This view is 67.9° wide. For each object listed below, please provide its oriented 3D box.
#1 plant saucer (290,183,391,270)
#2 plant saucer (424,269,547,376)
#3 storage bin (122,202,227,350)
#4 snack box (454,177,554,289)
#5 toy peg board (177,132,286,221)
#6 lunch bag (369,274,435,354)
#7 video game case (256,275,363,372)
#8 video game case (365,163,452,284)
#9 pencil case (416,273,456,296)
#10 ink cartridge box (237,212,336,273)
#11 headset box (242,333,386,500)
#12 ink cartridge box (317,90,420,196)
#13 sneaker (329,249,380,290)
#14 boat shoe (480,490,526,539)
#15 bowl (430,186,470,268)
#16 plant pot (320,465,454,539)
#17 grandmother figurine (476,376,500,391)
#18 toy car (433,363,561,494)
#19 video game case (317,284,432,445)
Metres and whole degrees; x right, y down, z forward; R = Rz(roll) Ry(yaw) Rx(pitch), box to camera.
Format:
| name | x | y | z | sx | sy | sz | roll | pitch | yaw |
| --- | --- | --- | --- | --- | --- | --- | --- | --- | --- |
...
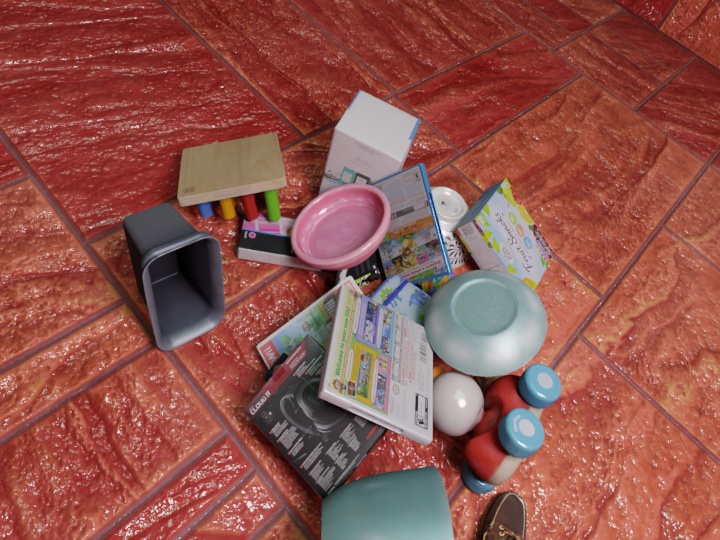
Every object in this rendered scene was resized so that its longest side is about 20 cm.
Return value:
| name | x | y | z | sx | sy | sz | roll | pitch | yaw |
| --- | --- | --- | --- | --- | --- | --- | --- | --- | --- |
| plant saucer | -0.033 | -0.075 | 0.989 | 0.194 | 0.052 | 0.205 | -13 | 46 | 13 |
| plant saucer | 0.197 | 0.067 | 0.853 | 0.193 | 0.039 | 0.206 | -7 | 50 | 8 |
| storage bin | -0.298 | -0.004 | 0.858 | 0.143 | 0.204 | 0.134 | -27 | 55 | -32 |
| snack box | 0.303 | -0.058 | 1.111 | 0.202 | 0.067 | 0.169 | 53 | 51 | -9 |
| toy peg board | -0.242 | -0.166 | 1.042 | 0.192 | 0.100 | 0.202 | -12 | 38 | -6 |
| lunch bag | 0.059 | 0.113 | 0.949 | 0.159 | 0.084 | 0.199 | 37 | 51 | 15 |
| video game case | -0.056 | 0.125 | 0.874 | 0.197 | 0.017 | 0.145 | -36 | 72 | -3 |
| video game case | 0.085 | -0.078 | 1.003 | 0.018 | 0.140 | 0.207 | -15 | 90 | -52 |
| pencil case | 0.111 | -0.029 | 1.055 | 0.087 | 0.089 | 0.203 | -24 | 71 | -31 |
| ink cartridge box | -0.137 | -0.054 | 1.041 | 0.193 | 0.038 | 0.097 | 11 | 51 | -12 |
| headset box | -0.067 | 0.210 | 0.802 | 0.199 | 0.077 | 0.149 | 40 | 82 | 16 |
| ink cartridge box | 0.013 | -0.222 | 1.104 | 0.142 | 0.202 | 0.149 | 25 | 50 | 1 |
| sneaker | 0.000 | 0.000 | 1.019 | 0.081 | 0.072 | 0.204 | 24 | 51 | -2 |
| boat shoe | 0.206 | 0.413 | 0.779 | 0.069 | 0.071 | 0.202 | 28 | 50 | 7 |
| bowl | 0.169 | -0.113 | 1.142 | 0.193 | 0.095 | 0.206 | 8 | 53 | -10 |
| plant pot | 0.025 | 0.361 | 0.685 | 0.155 | 0.204 | 0.206 | 1 | 53 | -4 |
| grandmother figurine | 0.212 | 0.125 | 1.006 | 0.119 | 0.061 | 0.204 | 16 | 42 | -42 |
| toy car | 0.177 | 0.210 | 0.846 | 0.197 | 0.187 | 0.177 | 33 | 51 | 12 |
| video game case | 0.031 | 0.134 | 0.797 | 0.178 | 0.022 | 0.204 | 28 | 40 | -16 |
